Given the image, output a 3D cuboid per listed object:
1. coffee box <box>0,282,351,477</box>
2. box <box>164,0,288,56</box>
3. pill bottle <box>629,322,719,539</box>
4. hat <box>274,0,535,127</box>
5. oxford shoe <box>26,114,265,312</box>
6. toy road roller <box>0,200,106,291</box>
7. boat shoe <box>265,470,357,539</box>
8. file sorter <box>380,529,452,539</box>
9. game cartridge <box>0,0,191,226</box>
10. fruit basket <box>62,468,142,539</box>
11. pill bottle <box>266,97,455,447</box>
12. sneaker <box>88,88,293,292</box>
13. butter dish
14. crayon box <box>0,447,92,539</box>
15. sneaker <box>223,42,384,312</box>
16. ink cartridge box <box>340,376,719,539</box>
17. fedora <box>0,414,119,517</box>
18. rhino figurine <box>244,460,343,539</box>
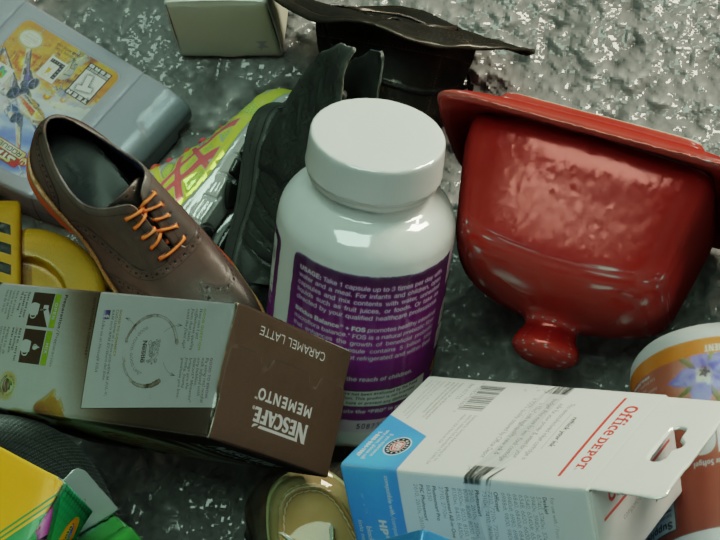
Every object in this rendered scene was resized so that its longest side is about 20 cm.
[{"bbox_3d":[-0.120,0.065,1.306,0.199,0.114,0.080,4,77,40],"label":"coffee box"},{"bbox_3d":[-0.089,-0.257,1.597,0.081,0.069,0.202,0,60,8],"label":"box"},{"bbox_3d":[0.223,0.142,1.299,0.111,0.112,0.202,-5,60,6],"label":"pill bottle"},{"bbox_3d":[0.019,-0.137,1.488,0.199,0.200,0.082,14,101,15],"label":"hat"},{"bbox_3d":[-0.138,-0.020,1.382,0.200,0.073,0.071,41,73,4],"label":"oxford shoe"},{"bbox_3d":[-0.242,-0.001,1.451,0.145,0.123,0.202,0,60,-8],"label":"toy road roller"},{"bbox_3d":[-0.005,0.212,1.280,0.073,0.063,0.201,-21,85,2],"label":"boat shoe"},{"bbox_3d":[0.064,0.240,1.201,0.199,0.138,0.124,24,64,-28],"label":"file sorter"},{"bbox_3d":[-0.236,-0.114,1.558,0.199,0.042,0.133,31,65,23],"label":"game cartridge"},{"bbox_3d":[-0.185,0.246,1.287,0.200,0.186,0.094,-42,20,-7],"label":"fruit basket"},{"bbox_3d":[0.000,0.000,1.340,0.111,0.201,0.113,5,36,-4],"label":"pill bottle"},{"bbox_3d":[-0.113,-0.057,1.485,0.090,0.078,0.200,23,61,32],"label":"sneaker"},{"bbox_3d":[0.134,-0.011,1.365,0.198,0.200,0.149,16,80,12],"label":"butter dish"},{"bbox_3d":[-0.267,0.137,1.235,0.199,0.058,0.119,24,73,20],"label":"crayon box"},{"bbox_3d":[-0.033,-0.044,1.412,0.104,0.060,0.202,4,88,49],"label":"sneaker"},{"bbox_3d":[0.105,0.120,1.233,0.199,0.068,0.116,3,26,32],"label":"ink cartridge box"},{"bbox_3d":[-0.253,0.175,1.344,0.199,0.178,0.090,-34,17,-14],"label":"fedora"},{"bbox_3d":[0.020,0.147,1.357,0.198,0.060,0.088,-15,62,-2],"label":"rhino figurine"}]
